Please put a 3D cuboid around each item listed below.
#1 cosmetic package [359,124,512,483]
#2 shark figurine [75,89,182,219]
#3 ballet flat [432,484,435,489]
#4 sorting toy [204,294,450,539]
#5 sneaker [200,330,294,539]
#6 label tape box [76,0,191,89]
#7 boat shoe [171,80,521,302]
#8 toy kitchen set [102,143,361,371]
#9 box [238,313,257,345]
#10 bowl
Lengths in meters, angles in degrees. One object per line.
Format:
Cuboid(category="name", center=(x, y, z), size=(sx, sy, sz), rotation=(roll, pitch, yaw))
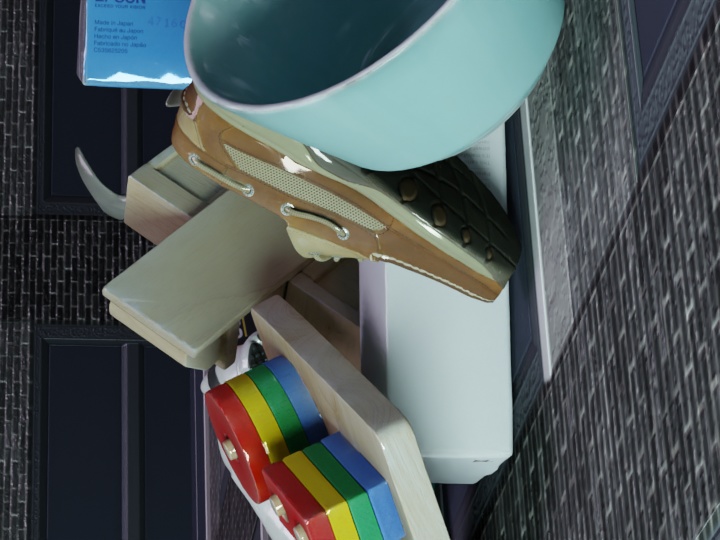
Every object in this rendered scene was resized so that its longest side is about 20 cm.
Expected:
Cuboid(category="cosmetic package", center=(0.040, 0.012, 1.398), size=(0.101, 0.071, 0.201), rotation=(122, 148, -74))
Cuboid(category="shark figurine", center=(-0.096, -0.082, 1.766), size=(0.089, 0.214, 0.128), rotation=(24, -153, -55))
Cuboid(category="ballet flat", center=(0.015, 0.205, 1.529), size=(0.068, 0.075, 0.201), rotation=(103, 166, -58))
Cuboid(category="sorting toy", center=(-0.012, 0.142, 1.357), size=(0.199, 0.069, 0.201), rotation=(41, 153, 61))
Cuboid(category="sneaker", center=(-0.042, 0.137, 1.628), size=(0.080, 0.073, 0.201), rotation=(-20, 88, 51))
Cuboid(category="label tape box", center=(-0.105, -0.148, 1.578), size=(0.200, 0.142, 0.067), rotation=(-132, 43, -79))
Cuboid(category="boat shoe", center=(-0.010, -0.044, 1.325), size=(0.074, 0.199, 0.076), rotation=(-54, 4, 34))
Cuboid(category="toy kitchen set", center=(-0.075, 0.053, 1.531), size=(0.163, 0.200, 0.181), rotation=(-39, -27, -38))
Cuboid(category="box", center=(-0.053, 0.042, 1.752), size=(0.161, 0.049, 0.201), rotation=(11, -113, -68))
Cuboid(category="bowl", center=(0.021, -0.129, 1.244), size=(0.105, 0.200, 0.202), rotation=(44, -154, -38))
